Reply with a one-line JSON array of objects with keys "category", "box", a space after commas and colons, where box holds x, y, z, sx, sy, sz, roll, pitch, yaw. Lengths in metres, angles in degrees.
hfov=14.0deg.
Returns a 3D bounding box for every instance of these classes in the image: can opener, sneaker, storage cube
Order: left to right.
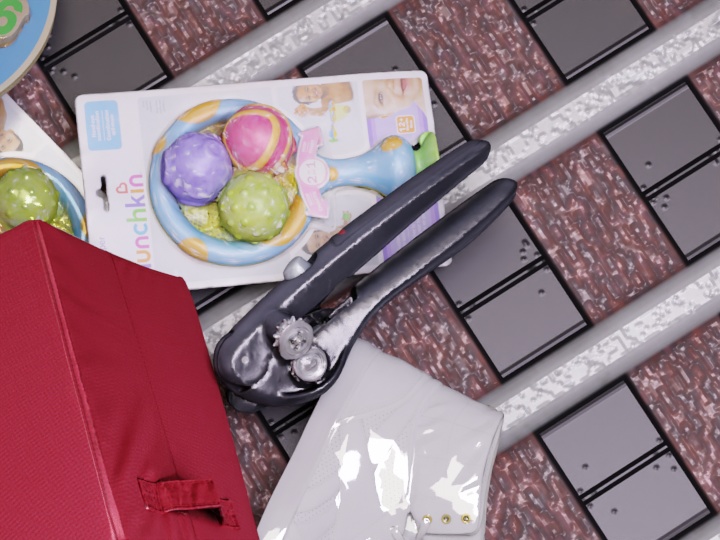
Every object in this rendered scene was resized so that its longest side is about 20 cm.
[{"category": "storage cube", "box": [-0.174, 0.099, 1.518, 0.199, 0.171, 0.181, -24, 71, 19]}, {"category": "can opener", "box": [0.000, 0.000, 1.583, 0.200, 0.079, 0.063, -43, 113, -7]}, {"category": "sneaker", "box": [0.007, 0.147, 1.585, 0.115, 0.074, 0.201, 23, 77, 9]}]

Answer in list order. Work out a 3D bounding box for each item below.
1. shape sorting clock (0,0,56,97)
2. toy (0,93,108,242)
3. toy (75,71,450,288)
[{"category": "shape sorting clock", "box": [-0.270, -0.163, 1.653, 0.199, 0.039, 0.201, 4, 61, -7]}, {"category": "toy", "box": [-0.209, -0.031, 1.641, 0.115, 0.047, 0.200, -44, 80, -7]}, {"category": "toy", "box": [-0.052, -0.055, 1.624, 0.199, 0.047, 0.116, -4, 74, -11]}]
